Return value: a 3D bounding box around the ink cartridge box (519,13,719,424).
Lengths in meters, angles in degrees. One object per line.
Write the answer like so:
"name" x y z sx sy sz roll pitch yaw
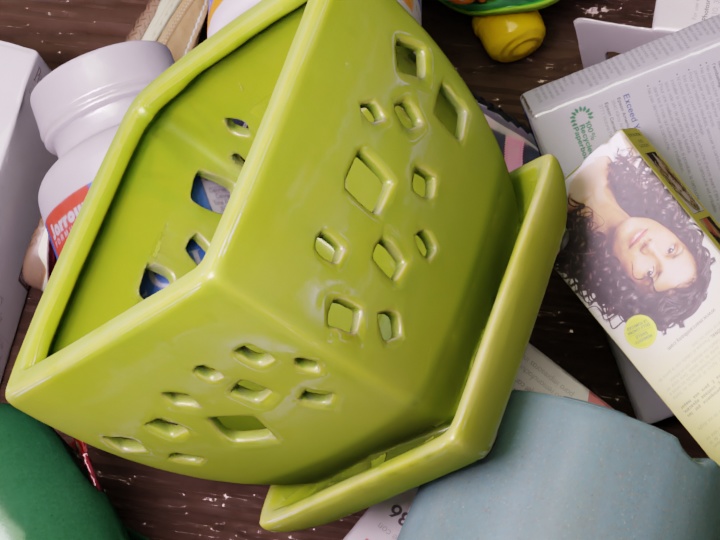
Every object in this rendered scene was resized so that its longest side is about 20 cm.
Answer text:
"ink cartridge box" 0.207 -0.039 1.464 0.199 0.197 0.043 -21 26 2

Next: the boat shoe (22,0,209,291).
"boat shoe" -0.118 -0.069 1.592 0.076 0.072 0.201 24 87 3

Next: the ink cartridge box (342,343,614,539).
"ink cartridge box" 0.065 0.150 1.480 0.116 0.068 0.200 37 82 18

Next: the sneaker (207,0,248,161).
"sneaker" -0.036 -0.118 1.547 0.070 0.108 0.201 9 82 -28

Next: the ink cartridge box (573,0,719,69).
"ink cartridge box" 0.222 -0.130 1.515 0.199 0.115 0.068 8 72 12

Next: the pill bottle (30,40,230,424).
"pill bottle" -0.106 -0.015 1.491 0.112 0.112 0.201 -23 75 2

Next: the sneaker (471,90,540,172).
"sneaker" 0.072 -0.044 1.550 0.199 0.070 0.082 33 97 21

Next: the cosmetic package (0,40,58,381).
"cosmetic package" -0.226 -0.023 1.573 0.074 0.102 0.201 13 77 14

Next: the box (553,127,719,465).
"box" 0.170 0.028 1.388 0.075 0.050 0.200 -42 82 15

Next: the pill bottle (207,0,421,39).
"pill bottle" -0.022 -0.184 1.489 0.111 0.112 0.201 -5 50 9

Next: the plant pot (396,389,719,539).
"plant pot" 0.086 0.175 1.344 0.199 0.200 0.197 15 72 15

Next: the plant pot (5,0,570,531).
"plant pot" -0.023 0.003 1.343 0.181 0.200 0.200 34 55 -20

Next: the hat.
"hat" -0.179 0.084 1.463 0.165 0.177 0.200 -9 25 -31

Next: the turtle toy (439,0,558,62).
"turtle toy" 0.096 -0.220 1.554 0.199 0.101 0.146 -33 68 21
